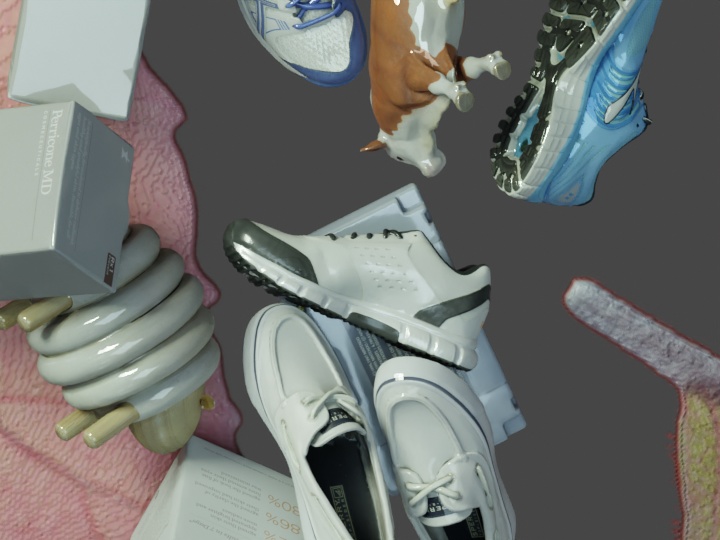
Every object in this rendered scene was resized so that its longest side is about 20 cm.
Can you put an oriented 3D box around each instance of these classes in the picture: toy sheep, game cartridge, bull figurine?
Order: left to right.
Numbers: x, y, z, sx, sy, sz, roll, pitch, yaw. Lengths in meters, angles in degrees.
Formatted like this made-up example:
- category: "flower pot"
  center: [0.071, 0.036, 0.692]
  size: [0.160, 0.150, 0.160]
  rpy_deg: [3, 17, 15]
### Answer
- category: "toy sheep"
  center: [-0.168, 0.035, 1.406]
  size: [0.137, 0.138, 0.201]
  rpy_deg: [-26, 108, -2]
- category: "game cartridge"
  center: [0.022, 0.054, 1.487]
  size: [0.133, 0.042, 0.201]
  rpy_deg: [-25, 105, 2]
- category: "bull figurine"
  center: [0.047, -0.160, 1.404]
  size: [0.065, 0.121, 0.201]
  rpy_deg: [-11, 102, -37]

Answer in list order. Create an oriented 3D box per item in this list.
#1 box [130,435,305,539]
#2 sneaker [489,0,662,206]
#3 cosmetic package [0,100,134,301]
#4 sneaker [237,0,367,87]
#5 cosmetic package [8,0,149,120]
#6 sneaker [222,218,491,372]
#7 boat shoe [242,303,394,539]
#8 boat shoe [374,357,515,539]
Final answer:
- category: "box"
  center: [-0.081, 0.233, 1.416]
  size: [0.152, 0.200, 0.107]
  rpy_deg: [25, 118, -12]
- category: "sneaker"
  center: [0.169, -0.136, 1.458]
  size: [0.090, 0.078, 0.201]
  rpy_deg: [21, 103, -31]
- category: "cosmetic package"
  center: [-0.253, -0.039, 1.341]
  size: [0.199, 0.090, 0.108]
  rpy_deg: [-7, 67, 25]
- category: "sneaker"
  center: [-0.055, -0.209, 1.390]
  size: [0.075, 0.088, 0.201]
  rpy_deg: [-30, 106, -2]
- category: "cosmetic package"
  center: [-0.175, -0.207, 1.356]
  size: [0.090, 0.107, 0.201]
  rpy_deg: [12, 99, -12]
- category: "sneaker"
  center: [0.000, 0.000, 1.426]
  size: [0.199, 0.074, 0.080]
  rpy_deg: [22, 87, -18]
- category: "boat shoe"
  center: [-0.024, 0.111, 1.403]
  size: [0.072, 0.066, 0.201]
  rpy_deg: [-6, 72, -26]
- category: "boat shoe"
  center: [0.057, 0.148, 1.440]
  size: [0.071, 0.066, 0.201]
  rpy_deg: [-5, 130, 17]
